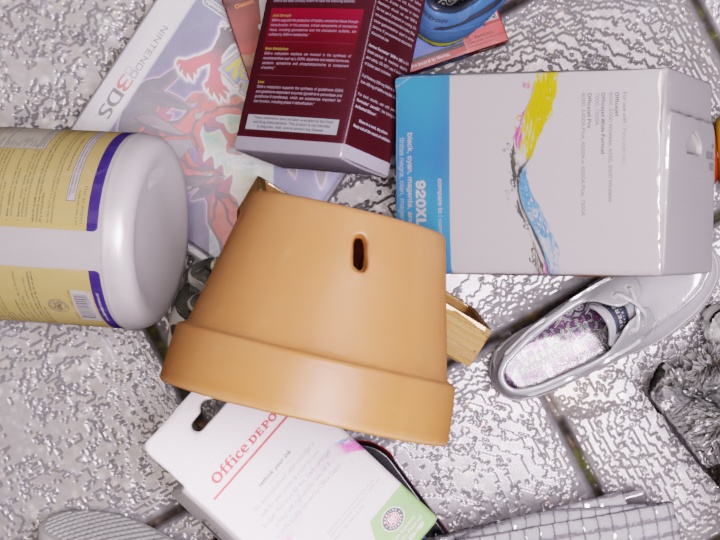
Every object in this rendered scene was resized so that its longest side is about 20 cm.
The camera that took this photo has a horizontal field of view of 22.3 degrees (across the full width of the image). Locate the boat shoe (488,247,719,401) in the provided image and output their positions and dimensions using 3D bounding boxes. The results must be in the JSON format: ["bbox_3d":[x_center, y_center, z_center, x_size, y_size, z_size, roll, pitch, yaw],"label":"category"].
[{"bbox_3d":[0.187,0.037,1.395,0.199,0.069,0.072,-24,91,2],"label":"boat shoe"}]

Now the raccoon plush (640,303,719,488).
[{"bbox_3d":[0.308,0.106,1.368,0.134,0.097,0.200,-37,68,2],"label":"raccoon plush"}]

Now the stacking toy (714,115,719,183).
[{"bbox_3d":[0.298,-0.092,1.392,0.199,0.085,0.086,-4,91,9],"label":"stacking toy"}]

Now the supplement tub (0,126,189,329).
[{"bbox_3d":[-0.241,-0.034,1.359,0.199,0.145,0.146,4,92,14],"label":"supplement tub"}]

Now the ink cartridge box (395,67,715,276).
[{"bbox_3d":[0.144,-0.069,1.324,0.199,0.147,0.145,1,92,24],"label":"ink cartridge box"}]

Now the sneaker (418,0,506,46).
[{"bbox_3d":[0.113,-0.250,1.369,0.066,0.078,0.200,43,81,3],"label":"sneaker"}]

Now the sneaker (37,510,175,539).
[{"bbox_3d":[-0.166,0.264,1.412,0.200,0.073,0.115,20,112,13],"label":"sneaker"}]

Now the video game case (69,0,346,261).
[{"bbox_3d":[-0.109,-0.106,1.423,0.200,0.023,0.183,34,92,0],"label":"video game case"}]

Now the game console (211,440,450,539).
[{"bbox_3d":[-0.004,0.251,1.426,0.177,0.031,0.200,-37,90,2],"label":"game console"}]

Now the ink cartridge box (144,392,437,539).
[{"bbox_3d":[-0.058,0.161,1.357,0.200,0.067,0.117,44,74,-4],"label":"ink cartridge box"}]

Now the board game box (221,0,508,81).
[{"bbox_3d":[0.003,-0.192,1.405,0.199,0.019,0.103,-19,85,-4],"label":"board game box"}]

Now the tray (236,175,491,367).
[{"bbox_3d":[0.000,0.000,1.370,0.200,0.099,0.037,32,95,-8],"label":"tray"}]

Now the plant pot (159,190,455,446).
[{"bbox_3d":[-0.022,0.029,1.237,0.199,0.200,0.141,14,88,1],"label":"plant pot"}]

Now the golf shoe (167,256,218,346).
[{"bbox_3d":[-0.051,0.055,1.409,0.199,0.077,0.088,22,134,-14],"label":"golf shoe"}]

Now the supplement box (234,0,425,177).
[{"bbox_3d":[-0.016,-0.174,1.337,0.109,0.061,0.201,8,84,40],"label":"supplement box"}]

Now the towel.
[{"bbox_3d":[0.150,0.261,1.379,0.199,0.086,0.166,-9,83,-16],"label":"towel"}]
